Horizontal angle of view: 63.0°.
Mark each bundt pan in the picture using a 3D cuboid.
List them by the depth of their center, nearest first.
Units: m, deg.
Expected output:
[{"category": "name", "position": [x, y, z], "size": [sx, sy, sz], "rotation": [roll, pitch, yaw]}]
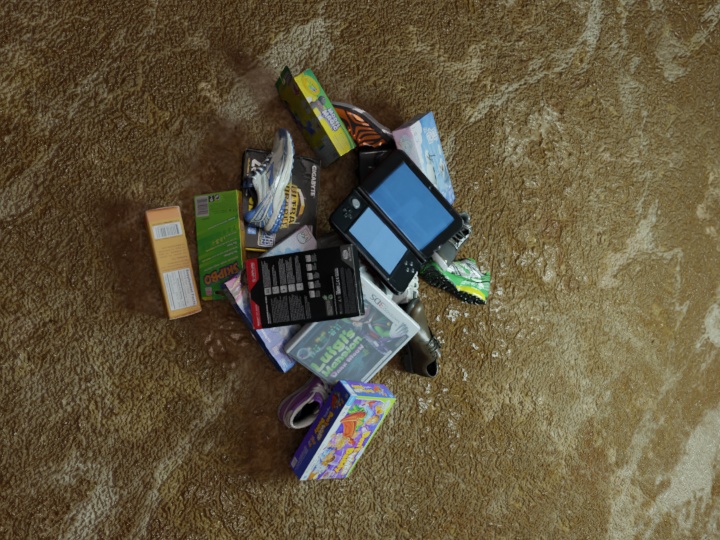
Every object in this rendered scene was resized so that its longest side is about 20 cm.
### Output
[{"category": "bundt pan", "position": [0.000, 0.000, 1.156], "size": [0.075, 0.202, 0.204], "rotation": [-28, 99, 21]}]

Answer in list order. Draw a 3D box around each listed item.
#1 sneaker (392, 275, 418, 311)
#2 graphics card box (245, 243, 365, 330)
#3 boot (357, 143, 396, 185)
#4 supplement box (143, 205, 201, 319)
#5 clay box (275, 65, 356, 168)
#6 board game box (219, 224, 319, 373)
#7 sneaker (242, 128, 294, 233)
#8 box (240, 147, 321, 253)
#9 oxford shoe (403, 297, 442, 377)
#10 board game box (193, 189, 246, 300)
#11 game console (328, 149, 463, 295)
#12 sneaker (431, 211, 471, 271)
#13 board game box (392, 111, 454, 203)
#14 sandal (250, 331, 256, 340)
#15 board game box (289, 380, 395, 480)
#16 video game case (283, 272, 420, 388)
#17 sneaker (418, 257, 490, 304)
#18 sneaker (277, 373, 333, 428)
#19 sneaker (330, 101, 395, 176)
[{"category": "sneaker", "position": [0.093, 0.030, 1.232], "size": [0.074, 0.087, 0.203], "rotation": [18, 94, -36]}, {"category": "graphics card box", "position": [-0.096, 0.029, 1.028], "size": [0.197, 0.051, 0.128], "rotation": [-9, 85, 13]}, {"category": "boot", "position": [0.072, -0.164, 1.232], "size": [0.162, 0.066, 0.203], "rotation": [-11, 110, -21]}, {"category": "supplement box", "position": [-0.351, -0.013, 1.096], "size": [0.068, 0.066, 0.204], "rotation": [-11, 91, -24]}, {"category": "clay box", "position": [-0.094, -0.314, 1.186], "size": [0.047, 0.115, 0.202], "rotation": [-34, 99, -20]}, {"category": "board game box", "position": [-0.130, 0.052, 1.120], "size": [0.198, 0.043, 0.201], "rotation": [-38, 102, -25]}, {"category": "sneaker", "position": [-0.177, -0.177, 1.118], "size": [0.084, 0.077, 0.204], "rotation": [11, 83, -16]}, {"category": "box", "position": [-0.164, -0.133, 1.185], "size": [0.157, 0.049, 0.204], "rotation": [5, 85, -19]}, {"category": "oxford shoe", "position": [0.133, 0.140, 1.213], "size": [0.073, 0.084, 0.202], "rotation": [-45, 138, -35]}, {"category": "board game box", "position": [-0.267, -0.047, 1.126], "size": [0.094, 0.030, 0.204], "rotation": [-5, 86, 16]}, {"category": "game console", "position": [0.069, -0.090, 1.096], "size": [0.200, 0.118, 0.173], "rotation": [46, 46, -8]}, {"category": "sneaker", "position": [0.193, -0.076, 1.245], "size": [0.077, 0.081, 0.201], "rotation": [48, 31, -16]}, {"category": "board game box", "position": [0.136, -0.212, 1.217], "size": [0.202, 0.043, 0.200], "rotation": [71, 25, -17]}, {"category": "sandal", "position": [-0.124, 0.080, 1.180], "size": [0.205, 0.059, 0.080], "rotation": [-34, 99, -19]}, {"category": "board game box", "position": [-0.034, 0.310, 1.135], "size": [0.133, 0.045, 0.202], "rotation": [16, 109, -46]}, {"category": "video game case", "position": [-0.013, 0.126, 1.097], "size": [0.200, 0.023, 0.182], "rotation": [-45, 119, 7]}, {"category": "sneaker", "position": [0.207, 0.004, 1.311], "size": [0.198, 0.078, 0.086], "rotation": [27, 71, -26]}, {"category": "sneaker", "position": [-0.070, 0.239, 1.162], "size": [0.200, 0.114, 0.073], "rotation": [-45, 100, -19]}, {"category": "sneaker", "position": [-0.003, -0.266, 1.239], "size": [0.198, 0.078, 0.113], "rotation": [28, 83, -11]}]
